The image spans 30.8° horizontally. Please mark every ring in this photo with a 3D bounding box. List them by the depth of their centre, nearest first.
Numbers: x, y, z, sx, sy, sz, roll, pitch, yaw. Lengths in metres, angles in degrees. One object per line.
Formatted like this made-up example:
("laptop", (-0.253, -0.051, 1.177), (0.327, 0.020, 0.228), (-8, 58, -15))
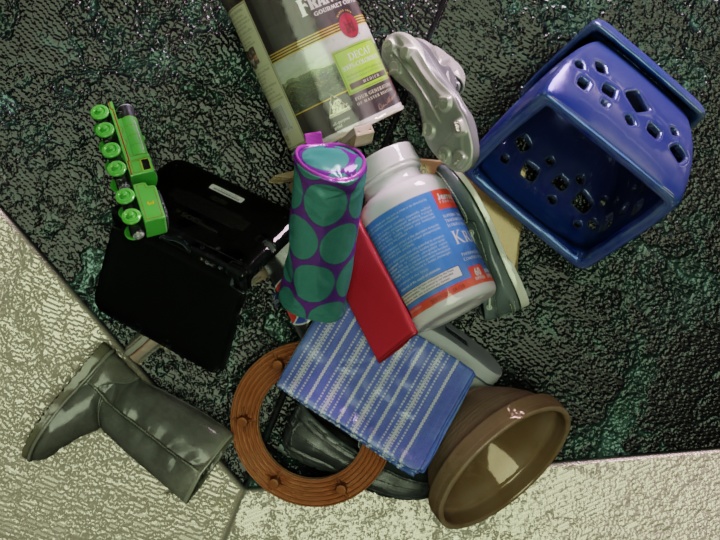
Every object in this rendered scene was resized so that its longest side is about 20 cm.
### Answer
("ring", (-0.059, 0.183, 1.542), (0.198, 0.019, 0.203), (2, 101, 9))

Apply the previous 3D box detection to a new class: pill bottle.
("pill bottle", (0.066, -0.041, 1.504), (0.111, 0.112, 0.202), (-26, 80, -2))

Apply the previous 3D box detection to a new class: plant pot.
("plant pot", (0.266, -0.153, 1.504), (0.199, 0.200, 0.181), (38, 56, -6))
("plant pot", (0.147, 0.206, 1.561), (0.201, 0.201, 0.093), (-42, 58, -1))

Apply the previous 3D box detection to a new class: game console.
("game console", (-0.190, -0.010, 1.517), (0.198, 0.117, 0.176), (25, 50, 24))

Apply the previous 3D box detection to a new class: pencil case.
("pencil case", (-0.045, -0.042, 1.437), (0.084, 0.093, 0.202), (-6, 128, -21))

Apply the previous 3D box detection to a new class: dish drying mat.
("dish drying mat", (0.000, 0.000, 1.496), (0.018, 0.077, 0.202), (-14, 71, -44))

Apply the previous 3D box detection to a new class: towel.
("towel", (0.020, 0.125, 1.505), (0.199, 0.024, 0.146), (32, 74, 0))

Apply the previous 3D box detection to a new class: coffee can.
("coffee can", (-0.054, -0.248, 1.507), (0.145, 0.146, 0.202), (-25, 96, -2))

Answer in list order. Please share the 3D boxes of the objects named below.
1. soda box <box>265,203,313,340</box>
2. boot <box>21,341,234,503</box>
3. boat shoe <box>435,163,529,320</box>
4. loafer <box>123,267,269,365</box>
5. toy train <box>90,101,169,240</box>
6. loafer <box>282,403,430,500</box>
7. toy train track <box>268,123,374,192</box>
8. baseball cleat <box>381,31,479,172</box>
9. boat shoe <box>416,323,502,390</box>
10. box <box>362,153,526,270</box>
("soda box", (-0.064, 0.022, 1.563), (0.063, 0.071, 0.202), (-26, 96, 3))
("boot", (-0.276, 0.206, 1.551), (0.199, 0.073, 0.182), (40, 90, -2))
("boat shoe", (0.131, -0.035, 1.551), (0.061, 0.073, 0.202), (-28, 96, -1))
("loafer", (-0.192, 0.047, 1.558), (0.200, 0.072, 0.063), (-44, 103, -3))
("toy train", (-0.264, -0.119, 1.502), (0.056, 0.042, 0.202), (-15, 57, -12))
("loafer", (0.004, 0.219, 1.581), (0.198, 0.068, 0.071), (22, 110, -2))
("toy train track", (-0.033, -0.117, 1.494), (0.114, 0.200, 0.033), (-16, 82, -28))
("baseball cleat", (0.102, -0.201, 1.525), (0.070, 0.106, 0.202), (-43, 64, 37))
("boat shoe", (0.078, 0.088, 1.575), (0.199, 0.074, 0.065), (39, 109, -9))
("box", (0.098, -0.051, 1.595), (0.197, 0.021, 0.166), (4, 94, -6))
